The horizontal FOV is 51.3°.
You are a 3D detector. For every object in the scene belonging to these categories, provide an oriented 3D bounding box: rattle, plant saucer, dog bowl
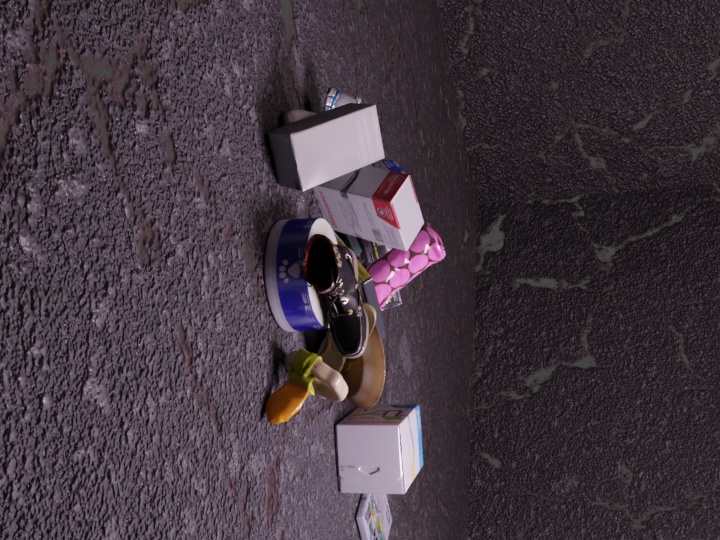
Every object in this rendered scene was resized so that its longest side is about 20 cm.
[{"bbox_3d":[-0.097,0.232,1.327,0.200,0.129,0.144,114,-8,-66],"label":"rattle"},{"bbox_3d":[-0.017,0.178,1.500,0.035,0.199,0.203,-4,90,-30],"label":"plant saucer"},{"bbox_3d":[-0.098,0.007,1.347,0.200,0.078,0.203,-3,90,-74],"label":"dog bowl"}]

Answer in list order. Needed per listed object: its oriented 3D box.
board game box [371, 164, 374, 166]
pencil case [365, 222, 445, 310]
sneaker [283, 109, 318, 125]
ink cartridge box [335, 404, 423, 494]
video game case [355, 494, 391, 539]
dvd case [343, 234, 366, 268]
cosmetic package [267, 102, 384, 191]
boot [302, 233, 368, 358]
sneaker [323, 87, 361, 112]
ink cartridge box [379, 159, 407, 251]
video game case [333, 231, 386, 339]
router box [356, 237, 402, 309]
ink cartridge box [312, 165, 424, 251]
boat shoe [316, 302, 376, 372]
[{"bbox_3d":[0.010,-0.249,1.766,0.135,0.028,0.202,54,18,-57],"label":"board game box"},{"bbox_3d":[0.089,-0.007,1.574,0.094,0.199,0.091,51,8,-14],"label":"pencil case"},{"bbox_3d":[-0.067,-0.271,1.441,0.199,0.080,0.077,9,66,-53],"label":"sneaker"},{"bbox_3d":[0.045,0.385,1.637,0.200,0.145,0.148,-9,96,-74],"label":"ink cartridge box"},{"bbox_3d":[0.034,0.589,1.779,0.183,0.022,0.202,-67,150,-58],"label":"video game case"},{"bbox_3d":[0.000,0.000,1.693,0.146,0.022,0.202,-114,-175,-54],"label":"dvd case"},{"bbox_3d":[-0.059,-0.226,1.355,0.198,0.090,0.108,-23,116,-30],"label":"cosmetic package"},{"bbox_3d":[-0.042,0.041,1.264,0.151,0.072,0.203,39,46,-70],"label":"boot"},{"bbox_3d":[-0.035,-0.277,1.560,0.075,0.085,0.202,-76,174,-48],"label":"sneaker"},{"bbox_3d":[0.066,-0.157,1.826,0.094,0.044,0.202,-123,-143,-50],"label":"ink cartridge box"},{"bbox_3d":[-0.016,0.023,1.508,0.181,0.025,0.201,50,-15,36],"label":"video game case"},{"bbox_3d":[0.036,-0.029,1.750,0.150,0.061,0.202,-104,177,-69],"label":"router box"},{"bbox_3d":[0.014,-0.136,1.530,0.084,0.198,0.145,-56,145,-27],"label":"ink cartridge box"},{"bbox_3d":[-0.033,0.126,1.429,0.063,0.072,0.202,-85,-159,-55],"label":"boat shoe"}]
